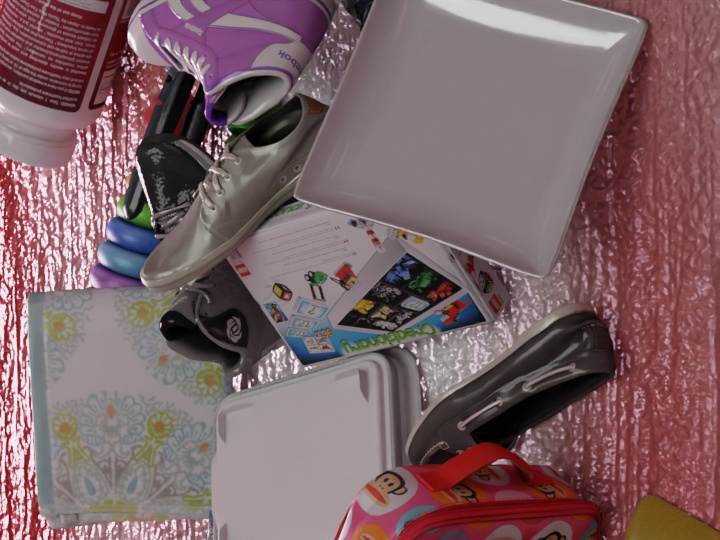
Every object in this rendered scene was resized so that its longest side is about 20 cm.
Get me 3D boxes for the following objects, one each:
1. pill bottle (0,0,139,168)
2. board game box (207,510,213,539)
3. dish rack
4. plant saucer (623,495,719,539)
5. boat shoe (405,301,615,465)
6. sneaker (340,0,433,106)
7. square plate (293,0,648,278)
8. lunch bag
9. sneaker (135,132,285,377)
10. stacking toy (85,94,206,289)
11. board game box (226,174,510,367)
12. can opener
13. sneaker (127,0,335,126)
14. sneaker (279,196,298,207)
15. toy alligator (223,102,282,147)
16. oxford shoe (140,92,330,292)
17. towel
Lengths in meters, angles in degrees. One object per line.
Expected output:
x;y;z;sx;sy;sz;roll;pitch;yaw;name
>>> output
-0.265;-0.197;1.899;0.113;0.112;0.201;40;118;38;pill bottle
-0.042;0.303;1.715;0.199;0.061;0.202;9;97;46;board game box
-0.042;0.152;1.677;0.199;0.043;0.173;-19;63;34;dish rack
0.222;0.281;1.450;0.199;0.048;0.201;28;111;42;plant saucer
0.105;0.099;1.554;0.200;0.067;0.057;-44;56;33;boat shoe
0.027;-0.181;1.618;0.200;0.081;0.074;52;125;32;sneaker
0.078;-0.108;1.518;0.199;0.028;0.199;18;78;21;square plate
0.070;0.198;1.499;0.082;0.199;0.177;42;120;42;lunch bag
-0.131;-0.005;1.703;0.075;0.115;0.201;-26;102;40;sneaker
-0.176;-0.054;1.841;0.085;0.085;0.201;21;101;44;stacking toy
0.000;0.000;1.626;0.199;0.035;0.127;-15;118;41;board game box
-0.143;-0.130;1.773;0.201;0.063;0.079;-62;19;0;can opener
-0.120;-0.163;1.669;0.200;0.073;0.115;-4;54;42;sneaker
0.000;-0.084;1.658;0.199;0.075;0.088;-24;65;41;sneaker
-0.086;-0.056;1.757;0.059;0.054;0.202;1;92;46;toy alligator
-0.095;-0.062;1.639;0.200;0.058;0.075;-41;30;5;oxford shoe
-0.188;0.113;1.800;0.048;0.170;0.202;-88;-5;-82;towel
